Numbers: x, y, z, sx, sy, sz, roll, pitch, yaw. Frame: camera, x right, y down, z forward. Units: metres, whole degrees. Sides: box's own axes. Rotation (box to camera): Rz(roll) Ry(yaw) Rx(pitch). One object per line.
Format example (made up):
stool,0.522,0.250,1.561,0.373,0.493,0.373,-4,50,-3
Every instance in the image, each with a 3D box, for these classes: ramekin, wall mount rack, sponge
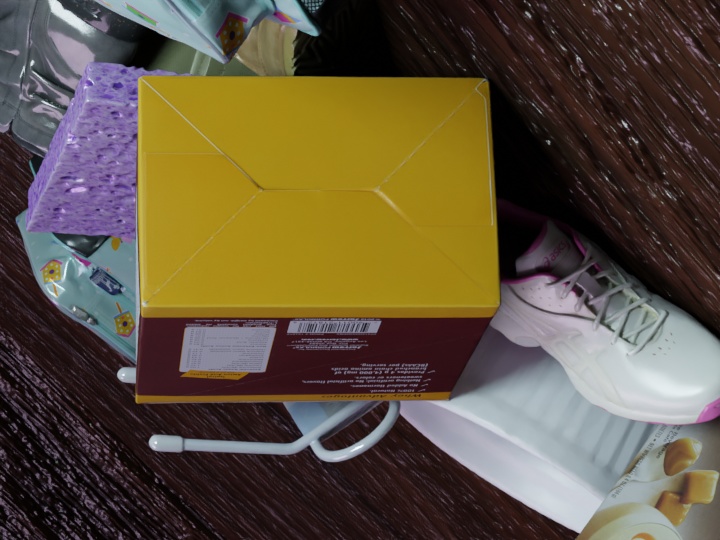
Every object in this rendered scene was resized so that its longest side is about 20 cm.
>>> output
ramekin,0.126,0.091,1.538,0.200,0.098,0.201,31,169,6
wall mount rack,-0.057,0.067,1.533,0.075,0.173,0.200,58,177,-23
sponge,-0.136,-0.068,1.478,0.111,0.030,0.200,6,156,-16

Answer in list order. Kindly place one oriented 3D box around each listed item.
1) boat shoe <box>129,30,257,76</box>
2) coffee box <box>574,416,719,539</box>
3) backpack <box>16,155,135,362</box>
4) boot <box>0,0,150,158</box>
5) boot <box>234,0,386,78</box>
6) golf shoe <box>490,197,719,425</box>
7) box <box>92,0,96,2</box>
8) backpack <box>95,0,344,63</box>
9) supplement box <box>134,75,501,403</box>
boat shoe,-0.061,-0.108,1.521,0.199,0.075,0.068,27,-177,33
coffee box,0.201,0.168,1.408,0.114,0.200,0.080,24,161,48
backpack,-0.158,-0.017,1.828,0.199,0.154,0.176,31,-169,-28
boot,-0.232,-0.165,1.528,0.200,0.132,0.070,42,-154,19
boot,-0.085,-0.166,1.391,0.200,0.066,0.175,36,166,19
golf shoe,0.134,0.023,1.402,0.199,0.075,0.092,29,160,34
box,-0.176,-0.256,1.222,0.106,0.122,0.200,26,161,46
backpack,-0.093,-0.207,1.116,0.176,0.153,0.201,31,158,48
supplement box,-0.032,-0.013,1.372,0.196,0.134,0.200,0,162,-7
